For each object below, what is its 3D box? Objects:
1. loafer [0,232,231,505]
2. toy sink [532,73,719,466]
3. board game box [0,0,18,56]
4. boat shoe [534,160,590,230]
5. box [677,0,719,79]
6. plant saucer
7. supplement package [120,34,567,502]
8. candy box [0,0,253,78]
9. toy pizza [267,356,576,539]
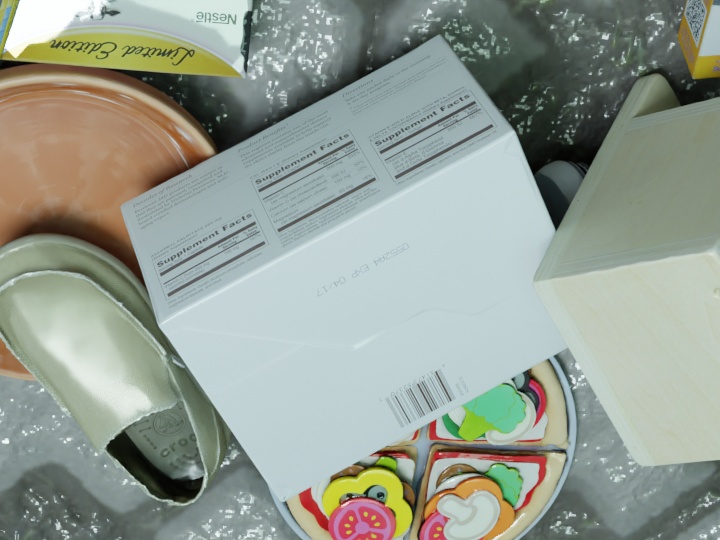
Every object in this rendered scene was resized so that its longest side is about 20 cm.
[{"bbox_3d":[-0.135,0.059,0.872,0.076,0.068,0.200,-33,124,11],"label":"loafer"},{"bbox_3d":[0.196,-0.015,0.828,0.112,0.200,0.131,-12,121,38],"label":"toy sink"},{"bbox_3d":[-0.229,-0.211,0.741,0.165,0.057,0.200,27,116,7],"label":"board game box"},{"bbox_3d":[0.170,0.008,0.926,0.066,0.070,0.200,-36,111,-10],"label":"boat shoe"},{"bbox_3d":[0.245,-0.187,0.815,0.119,0.042,0.200,-5,143,-5],"label":"box"},{"bbox_3d":[-0.168,-0.026,0.869,0.200,0.032,0.201,-5,124,-8],"label":"plant saucer"},{"bbox_3d":[0.000,0.000,0.845,0.200,0.111,0.156,-28,130,0],"label":"supplement package"},{"bbox_3d":[-0.117,-0.205,0.795,0.136,0.061,0.201,3,114,-8],"label":"candy box"},{"bbox_3d":[0.039,0.112,0.970,0.200,0.032,0.201,-3,114,-6],"label":"toy pizza"}]
